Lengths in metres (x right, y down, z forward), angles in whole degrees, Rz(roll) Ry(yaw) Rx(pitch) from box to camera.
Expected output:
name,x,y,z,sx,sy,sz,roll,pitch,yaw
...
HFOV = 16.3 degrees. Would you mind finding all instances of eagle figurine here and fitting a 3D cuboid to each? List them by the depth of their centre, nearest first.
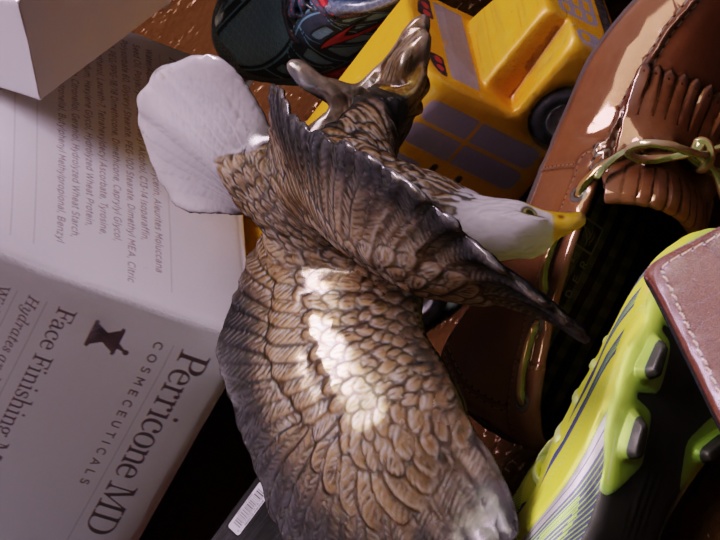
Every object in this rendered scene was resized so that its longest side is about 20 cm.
name,x,y,z,sx,sy,sz,roll,pitch,yaw
eagle figurine,0.007,-0.002,0.868,0.151,0.152,0.200,-29,32,21

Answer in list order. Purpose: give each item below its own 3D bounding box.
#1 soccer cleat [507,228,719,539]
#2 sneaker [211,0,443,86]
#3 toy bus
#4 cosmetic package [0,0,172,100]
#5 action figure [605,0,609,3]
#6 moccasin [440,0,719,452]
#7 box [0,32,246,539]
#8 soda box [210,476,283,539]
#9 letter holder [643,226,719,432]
name,x,y,z,sx,sy,sz,roll,pitch,yaw
soccer cleat,0.081,0.071,0.872,0.084,0.065,0.201,-3,57,51
sneaker,-0.001,-0.135,1.038,0.200,0.095,0.080,-25,79,37
toy bus,0.020,-0.042,1.016,0.200,0.078,0.065,-51,30,30
cosmetic package,-0.099,-0.146,1.031,0.082,0.051,0.200,17,43,34
action figure,0.098,-0.221,1.094,0.193,0.105,0.200,-31,41,11
moccasin,0.102,-0.027,0.927,0.202,0.074,0.078,-56,34,-6
box,-0.145,0.022,1.053,0.199,0.130,0.200,-60,22,30
soda box,-0.059,0.179,0.925,0.200,0.071,0.063,-53,35,-2
letter holder,0.190,0.060,0.696,0.142,0.101,0.201,-30,49,10
